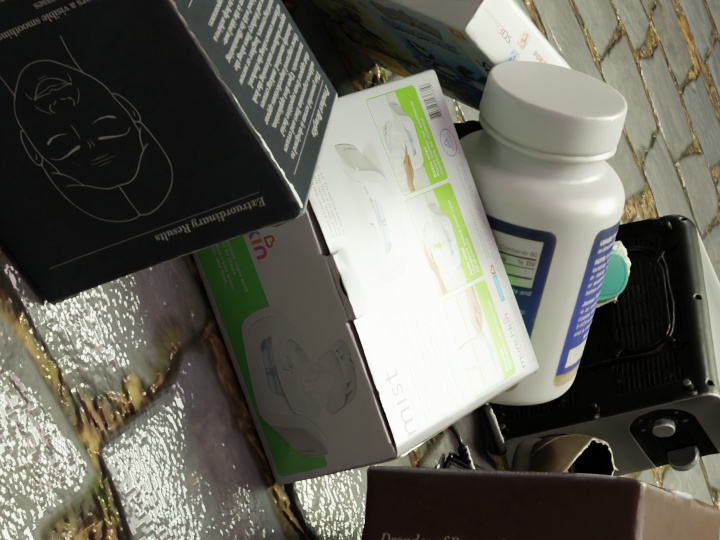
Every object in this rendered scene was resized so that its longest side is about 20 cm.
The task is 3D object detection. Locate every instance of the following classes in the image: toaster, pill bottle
[{"bbox_3d":[0.186,0.061,1.389,0.119,0.180,0.200,54,27,-47],"label":"toaster"},{"bbox_3d":[0.104,-0.026,1.184,0.120,0.119,0.200,-54,159,-63],"label":"pill bottle"}]

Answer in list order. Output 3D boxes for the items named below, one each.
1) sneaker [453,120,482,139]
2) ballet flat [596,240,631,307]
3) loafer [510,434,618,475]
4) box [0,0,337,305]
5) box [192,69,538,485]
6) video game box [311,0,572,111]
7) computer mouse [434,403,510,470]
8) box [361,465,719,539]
[{"bbox_3d":[0.057,-0.074,1.260,0.200,0.115,0.076,-42,129,-65],"label":"sneaker"},{"bbox_3d":[0.097,0.001,1.311,0.199,0.072,0.072,0,68,-24],"label":"ballet flat"},{"bbox_3d":[0.135,0.167,1.214,0.073,0.071,0.200,56,22,-24],"label":"loafer"},{"bbox_3d":[-0.126,-0.106,0.851,0.200,0.148,0.107,58,27,-29],"label":"box"},{"bbox_3d":[0.000,0.000,1.078,0.176,0.097,0.200,-26,97,-54],"label":"box"},{"bbox_3d":[0.049,-0.167,1.260,0.047,0.200,0.182,-56,142,-7],"label":"video game box"},{"bbox_3d":[0.077,0.161,1.247,0.200,0.046,0.140,67,19,3],"label":"computer mouse"},{"bbox_3d":[0.100,0.221,1.028,0.166,0.164,0.201,27,65,-61],"label":"box"}]
